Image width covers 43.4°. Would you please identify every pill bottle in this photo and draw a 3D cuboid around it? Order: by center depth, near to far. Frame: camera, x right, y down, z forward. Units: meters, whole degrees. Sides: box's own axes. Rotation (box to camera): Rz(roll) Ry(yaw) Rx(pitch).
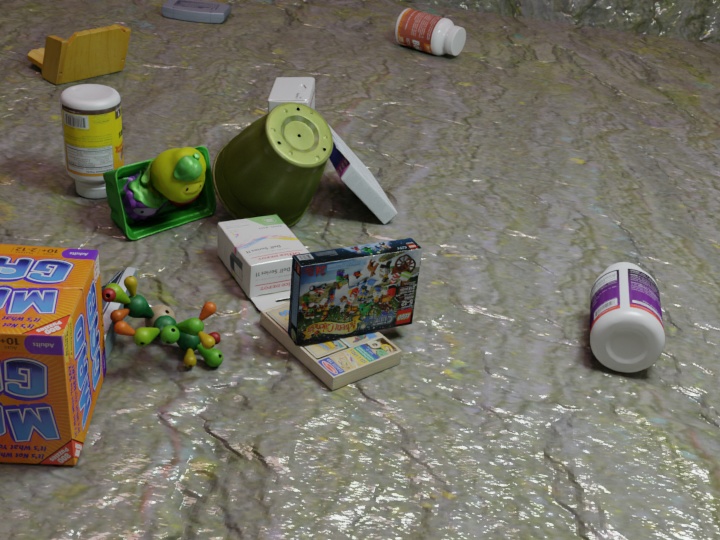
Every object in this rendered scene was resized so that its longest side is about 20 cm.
[{"bbox_3d":[0.427,0.067,1.460,0.112,0.113,0.200,11,31,9],"label":"pill bottle"},{"bbox_3d":[-0.507,-0.243,1.718,0.109,0.201,0.109,5,31,-3],"label":"pill bottle"},{"bbox_3d":[0.213,-0.717,2.740,0.199,0.113,0.112,24,35,28],"label":"pill bottle"}]

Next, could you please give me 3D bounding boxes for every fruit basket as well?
[{"bbox_3d":[-0.342,-0.151,1.636,0.214,0.156,0.216,-5,20,2],"label":"fruit basket"}]

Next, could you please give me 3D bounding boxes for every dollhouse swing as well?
[{"bbox_3d":[-0.724,-0.579,2.291,0.200,0.182,0.176,-26,63,-42],"label":"dollhouse swing"}]

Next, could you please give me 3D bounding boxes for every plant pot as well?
[{"bbox_3d":[-0.144,-0.202,1.645,0.200,0.193,0.201,12,63,-24],"label":"plant pot"}]

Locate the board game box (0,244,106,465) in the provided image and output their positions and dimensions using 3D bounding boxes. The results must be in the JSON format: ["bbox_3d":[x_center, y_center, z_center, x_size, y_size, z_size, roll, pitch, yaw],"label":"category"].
[{"bbox_3d":[-0.446,0.102,1.150,0.199,0.201,0.200,3,31,-5],"label":"board game box"}]

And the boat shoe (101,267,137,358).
[{"bbox_3d":[-0.401,0.053,1.366,0.090,0.071,0.201,10,33,-2],"label":"boat shoe"}]

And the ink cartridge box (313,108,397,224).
[{"bbox_3d":[-0.024,-0.205,1.781,0.043,0.200,0.197,-40,34,9],"label":"ink cartridge box"}]

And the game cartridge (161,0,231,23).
[{"bbox_3d":[-0.516,-0.817,2.847,0.199,0.041,0.133,7,27,2],"label":"game cartridge"}]

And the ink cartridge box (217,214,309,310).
[{"bbox_3d":[-0.156,-0.017,1.535,0.117,0.068,0.200,-10,34,-27],"label":"ink cartridge box"}]

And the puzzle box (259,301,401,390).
[{"bbox_3d":[-0.049,0.102,1.397,0.133,0.026,0.200,-18,39,-34],"label":"puzzle box"}]

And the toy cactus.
[{"bbox_3d":[-0.288,0.069,1.321,0.199,0.103,0.165,24,-2,-20],"label":"toy cactus"}]

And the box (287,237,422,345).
[{"bbox_3d":[-0.009,0.031,1.364,0.199,0.137,0.038,-9,32,-24],"label":"box"}]

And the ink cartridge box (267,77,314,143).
[{"bbox_3d":[-0.139,-0.276,1.841,0.084,0.201,0.145,3,30,1],"label":"ink cartridge box"}]
